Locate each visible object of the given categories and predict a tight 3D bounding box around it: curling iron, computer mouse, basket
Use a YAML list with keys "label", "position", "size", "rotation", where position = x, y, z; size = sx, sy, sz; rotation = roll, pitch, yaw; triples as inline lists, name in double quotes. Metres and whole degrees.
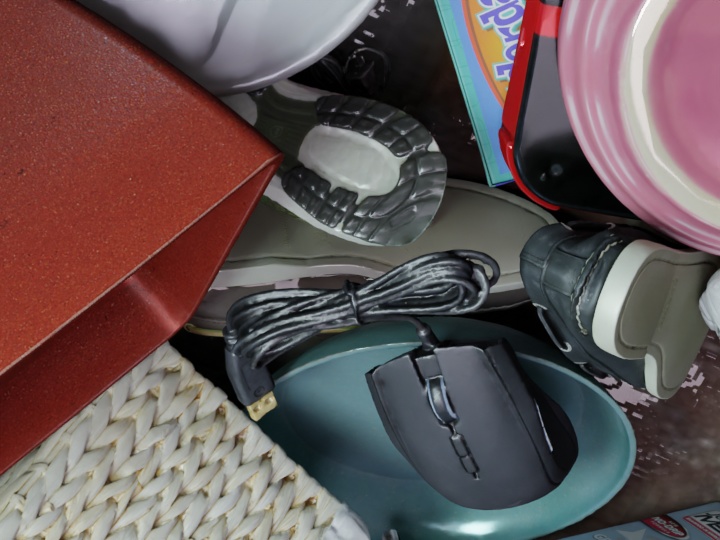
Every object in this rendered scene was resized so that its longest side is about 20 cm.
- label: "curling iron"
  position: [-0.065, -0.134, 1.225]
  size: [0.200, 0.026, 0.050]
  rotation: [37, 148, -11]
- label: "computer mouse"
  position: [0.018, 0.069, 1.205]
  size: [0.140, 0.046, 0.200]
  rotation: [-10, 144, 14]
- label: "basket"
  position: [-0.140, 0.156, 1.253]
  size: [0.161, 0.200, 0.198]
  rotation: [49, 141, -15]

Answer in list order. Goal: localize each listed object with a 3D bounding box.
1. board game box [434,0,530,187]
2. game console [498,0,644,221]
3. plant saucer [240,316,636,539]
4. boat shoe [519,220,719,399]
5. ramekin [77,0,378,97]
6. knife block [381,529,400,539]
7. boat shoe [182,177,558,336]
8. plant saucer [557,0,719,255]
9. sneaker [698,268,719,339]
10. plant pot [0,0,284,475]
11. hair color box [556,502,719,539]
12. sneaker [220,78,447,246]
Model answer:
- label: "board game box"
  position: [0.134, -0.136, 1.206]
  size: [0.199, 0.045, 0.153]
  rotation: [-14, 116, 9]
- label: "game console"
  position: [0.171, -0.098, 1.187]
  size: [0.199, 0.031, 0.178]
  rotation: [9, 114, -3]
- label: "plant saucer"
  position: [0.035, 0.076, 1.287]
  size: [0.199, 0.036, 0.200]
  rotation: [1, 145, 1]
- label: "boat shoe"
  position: [0.119, 0.014, 1.225]
  size: [0.066, 0.199, 0.075]
  rotation: [22, 94, 20]
- label: "ramekin"
  position: [-0.077, -0.179, 1.145]
  size: [0.201, 0.094, 0.204]
  rotation: [-1, 100, -6]
- label: "knife block"
  position: [0.005, 0.235, 1.371]
  size: [0.175, 0.064, 0.201]
  rotation: [21, 117, -20]
- label: "boat shoe"
  position: [0.000, 0.000, 1.271]
  size: [0.199, 0.072, 0.060]
  rotation: [-1, 137, -4]
- label: "plant saucer"
  position: [0.186, -0.091, 1.146]
  size: [0.199, 0.051, 0.202]
  rotation: [1, 115, 2]
- label: "sneaker"
  position: [0.241, 0.024, 1.254]
  size: [0.200, 0.078, 0.100]
  rotation: [27, 102, -42]
- label: "plant pot"
  position: [-0.179, -0.020, 1.087]
  size: [0.176, 0.200, 0.200]
  rotation: [48, 154, 5]
- label: "hair color box"
  position: [0.111, 0.190, 1.307]
  size: [0.199, 0.061, 0.100]
  rotation: [-10, 111, -25]
- label: "sneaker"
  position: [-0.046, -0.061, 1.235]
  size: [0.199, 0.089, 0.077]
  rotation: [30, 83, 16]
